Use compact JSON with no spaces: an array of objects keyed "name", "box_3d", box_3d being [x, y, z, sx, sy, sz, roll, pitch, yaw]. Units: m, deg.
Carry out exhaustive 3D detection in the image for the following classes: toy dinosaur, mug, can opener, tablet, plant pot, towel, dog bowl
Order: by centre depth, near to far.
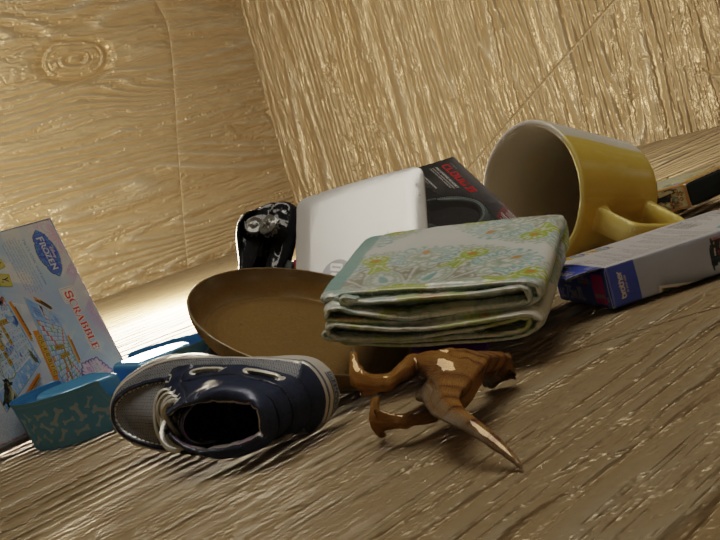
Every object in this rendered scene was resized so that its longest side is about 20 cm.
[{"name":"toy dinosaur","box_3d":[0.048,0.067,0.703,0.105,0.061,0.200,-13,6,15]},{"name":"towel","box_3d":[0.070,0.007,0.930,0.169,0.049,0.200,-4,17,16]},{"name":"plant pot","box_3d":[-0.040,0.048,0.948,0.198,0.028,0.200,10,19,-3]},{"name":"tablet","box_3d":[0.000,0.000,1.062,0.129,0.202,0.014,-15,-39,17]},{"name":"dog bowl","box_3d":[-0.221,0.111,1.110,0.199,0.050,0.111,-21,7,-32]},{"name":"can opener","box_3d":[-0.098,0.021,1.139,0.063,0.079,0.202,-1,55,20]},{"name":"mug","box_3d":[0.240,-0.066,1.260,0.152,0.188,0.150,-3,-35,-36]}]

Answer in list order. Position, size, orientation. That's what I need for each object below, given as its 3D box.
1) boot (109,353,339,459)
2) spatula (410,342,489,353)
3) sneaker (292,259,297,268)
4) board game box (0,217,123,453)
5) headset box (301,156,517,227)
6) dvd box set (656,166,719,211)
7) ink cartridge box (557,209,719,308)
[{"name":"boot","box_3d":[-0.119,0.095,0.831,0.198,0.074,0.090,-12,1,32]},{"name":"spatula","box_3d":[0.078,0.052,0.947,0.056,0.021,0.200,13,5,9]},{"name":"sneaker","box_3d":[-0.070,0.038,1.207,0.198,0.091,0.078,-19,6,-17]},{"name":"board game box","box_3d":[-0.339,0.064,1.154,0.041,0.201,0.199,-33,-7,39]},{"name":"headset box","box_3d":[0.062,-0.025,1.162,0.198,0.078,0.149,-19,44,-23]},{"name":"dvd box set","box_3d":[0.345,-0.085,1.463,0.199,0.030,0.146,-14,5,43]},{"name":"ink cartridge box","box_3d":[0.244,-0.008,1.004,0.198,0.042,0.119,-15,5,-11]}]
